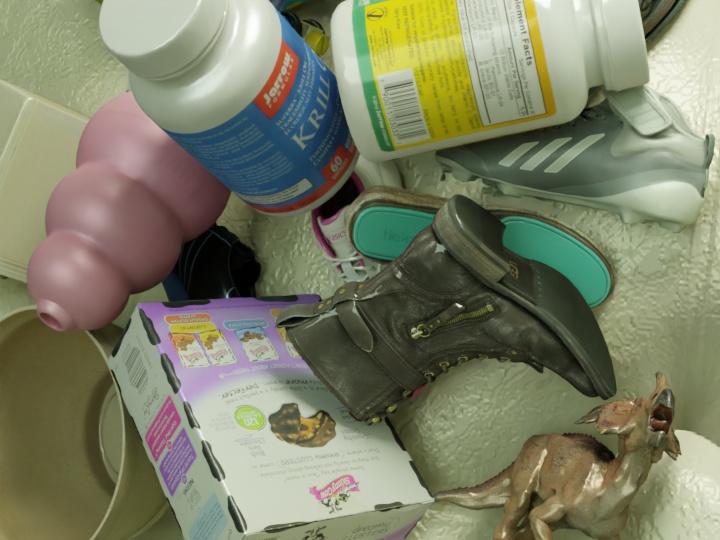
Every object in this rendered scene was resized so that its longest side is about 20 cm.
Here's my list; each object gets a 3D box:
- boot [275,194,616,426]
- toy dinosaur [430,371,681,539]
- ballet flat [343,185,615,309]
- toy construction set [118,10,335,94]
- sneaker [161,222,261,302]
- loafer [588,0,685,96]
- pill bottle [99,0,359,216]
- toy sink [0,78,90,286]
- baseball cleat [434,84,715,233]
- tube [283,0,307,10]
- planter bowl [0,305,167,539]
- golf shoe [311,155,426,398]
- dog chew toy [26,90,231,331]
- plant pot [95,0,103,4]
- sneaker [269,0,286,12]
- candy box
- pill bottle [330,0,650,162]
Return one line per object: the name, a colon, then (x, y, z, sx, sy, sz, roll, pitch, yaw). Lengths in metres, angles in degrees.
boot: (0.061, 0.054, 0.999, 0.200, 0.069, 0.174, 43, 116, -14)
toy dinosaur: (0.145, 0.138, 0.977, 0.199, 0.085, 0.137, -3, 69, 48)
ballet flat: (0.086, -0.024, 1.027, 0.198, 0.067, 0.069, 17, 106, -6)
toy construction set: (-0.092, -0.152, 1.155, 0.198, 0.092, 0.132, 25, 101, 16)
sneaker: (-0.131, -0.016, 1.178, 0.077, 0.070, 0.201, -32, 67, 8)
loafer: (0.172, -0.187, 1.019, 0.201, 0.063, 0.072, -51, 60, 14)
pill bottle: (-0.088, -0.128, 0.981, 0.111, 0.200, 0.114, -13, 61, 24)
toy sink: (-0.299, -0.050, 1.235, 0.130, 0.111, 0.202, 26, 93, 54)
baseball cleat: (0.152, -0.092, 1.014, 0.198, 0.070, 0.108, 15, 98, 21)
tube: (-0.025, -0.258, 1.161, 0.198, 0.050, 0.078, -11, 70, 39)
planter bowl: (-0.215, 0.131, 1.154, 0.198, 0.134, 0.203, -2, 86, 35)
golf shoe: (0.000, 0.000, 1.078, 0.075, 0.091, 0.202, -22, 73, 24)
dog chew toy: (-0.180, -0.041, 1.082, 0.123, 0.125, 0.201, 11, 56, 31)
plant pot: (-0.222, -0.323, 1.194, 0.185, 0.199, 0.190, -7, 78, 32)
sneaker: (-0.075, -0.263, 1.128, 0.073, 0.082, 0.202, 4, 70, 11)
candy box: (-0.067, 0.116, 1.033, 0.072, 0.166, 0.201, -56, 50, 36)
pill bottle: (0.088, -0.146, 0.958, 0.198, 0.113, 0.114, -11, 76, 11)
